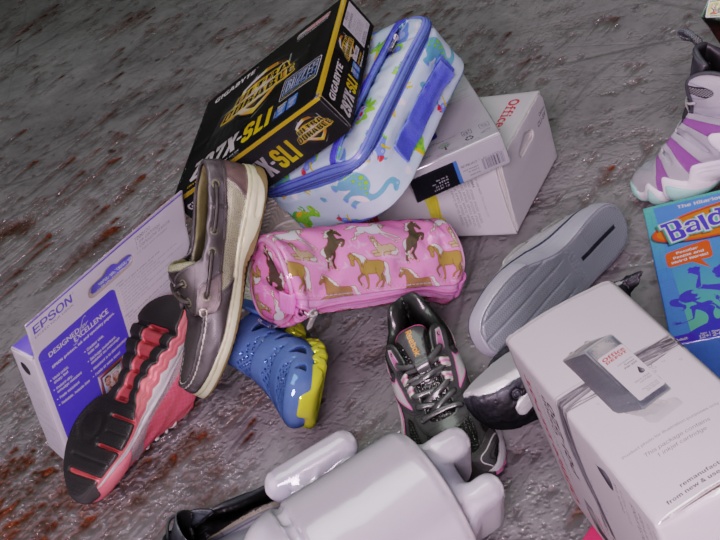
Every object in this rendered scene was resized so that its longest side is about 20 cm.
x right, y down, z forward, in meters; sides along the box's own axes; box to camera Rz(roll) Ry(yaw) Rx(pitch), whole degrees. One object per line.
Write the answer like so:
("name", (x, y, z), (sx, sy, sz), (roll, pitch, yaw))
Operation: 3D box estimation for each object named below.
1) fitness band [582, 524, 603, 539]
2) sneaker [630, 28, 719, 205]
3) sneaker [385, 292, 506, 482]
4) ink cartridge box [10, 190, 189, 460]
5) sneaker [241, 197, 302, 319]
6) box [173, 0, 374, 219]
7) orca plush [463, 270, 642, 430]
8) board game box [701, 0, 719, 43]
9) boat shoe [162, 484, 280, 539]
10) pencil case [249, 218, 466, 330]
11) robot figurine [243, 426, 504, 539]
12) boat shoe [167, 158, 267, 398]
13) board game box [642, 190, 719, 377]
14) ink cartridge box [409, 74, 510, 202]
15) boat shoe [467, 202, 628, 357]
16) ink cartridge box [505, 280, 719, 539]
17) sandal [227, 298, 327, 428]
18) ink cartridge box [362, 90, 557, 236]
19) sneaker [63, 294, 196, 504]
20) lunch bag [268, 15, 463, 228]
("fitness band", (0.220, 0.174, 0.718), (0.200, 0.038, 0.143), (-41, 32, -29))
("sneaker", (0.302, -0.145, 1.012), (0.078, 0.141, 0.199), (-36, 11, -40))
("sneaker", (0.051, 0.090, 0.906), (0.080, 0.087, 0.201), (-25, 31, -1))
("ink cartridge box", (-0.227, 0.047, 1.051), (0.043, 0.201, 0.198), (27, 52, 24))
("sneaker", (-0.082, -0.027, 1.152), (0.074, 0.085, 0.201), (31, 71, 16))
("box", (-0.081, -0.146, 1.066), (0.199, 0.049, 0.161), (-30, 34, 34))
("orca plush", (0.161, 0.078, 0.886), (0.105, 0.072, 0.199), (-23, 7, 40))
("board game box", (0.381, -0.180, 1.009), (0.104, 0.199, 0.024), (18, 85, 37))
("boat shoe", (-0.115, 0.205, 0.857), (0.197, 0.067, 0.075), (-20, 31, 6))
("pencil case", (0.000, 0.000, 1.012), (0.198, 0.088, 0.082), (-8, -4, -33))
("robot figurine", (0.002, 0.187, 0.762), (0.198, 0.114, 0.170), (-29, 55, -12))
("boat shoe", (-0.132, 0.004, 0.969), (0.065, 0.204, 0.072), (14, -2, -24))
("board game box", (0.313, 0.000, 0.912), (0.150, 0.045, 0.201), (-14, 30, 15))
("ink cartridge box", (0.075, -0.145, 1.137), (0.098, 0.039, 0.201), (-23, 33, 5))
("boat shoe", (0.154, 0.012, 0.992), (0.199, 0.074, 0.066), (-34, 13, -31))
("ink cartridge box", (0.174, 0.117, 0.657), (0.084, 0.147, 0.200), (-27, 28, -2))
("sandal", (-0.083, 0.077, 1.004), (0.086, 0.081, 0.200), (7, 15, -20))
("ink cartridge box", (0.087, -0.107, 1.190), (0.198, 0.084, 0.146), (-2, 38, 32))
("sneaker", (-0.188, 0.126, 1.032), (0.073, 0.087, 0.202), (16, 72, 42))
("lunch bag", (0.005, -0.139, 1.072), (0.160, 0.082, 0.202), (-10, 46, 48))
